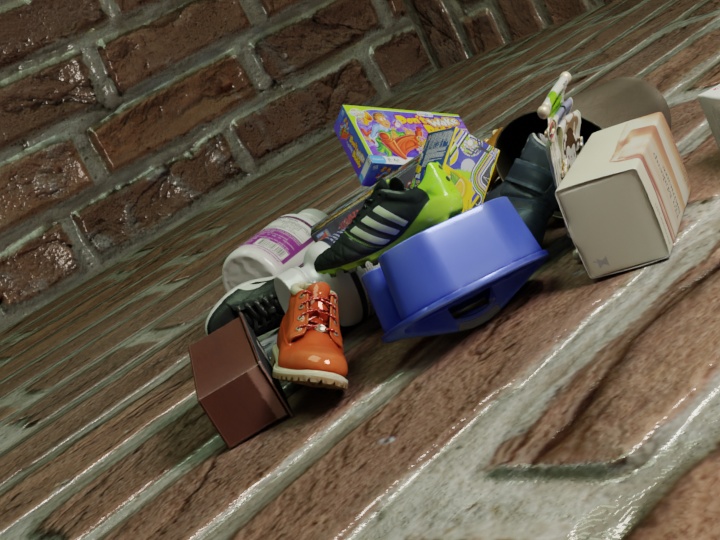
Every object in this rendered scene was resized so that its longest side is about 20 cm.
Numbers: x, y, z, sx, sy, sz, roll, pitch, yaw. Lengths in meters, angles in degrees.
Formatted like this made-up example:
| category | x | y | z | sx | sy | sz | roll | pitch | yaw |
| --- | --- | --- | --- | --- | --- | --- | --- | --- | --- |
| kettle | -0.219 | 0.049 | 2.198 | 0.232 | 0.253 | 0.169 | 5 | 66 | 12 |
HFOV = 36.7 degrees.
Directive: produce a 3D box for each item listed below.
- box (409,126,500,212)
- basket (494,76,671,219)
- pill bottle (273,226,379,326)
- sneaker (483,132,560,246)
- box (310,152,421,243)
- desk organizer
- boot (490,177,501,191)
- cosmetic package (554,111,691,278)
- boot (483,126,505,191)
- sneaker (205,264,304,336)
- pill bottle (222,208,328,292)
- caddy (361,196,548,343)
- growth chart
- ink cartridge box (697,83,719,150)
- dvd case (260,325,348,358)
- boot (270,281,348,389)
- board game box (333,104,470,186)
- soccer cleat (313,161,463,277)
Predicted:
| category | x | y | z | sx | sy | sz | roll | pitch | yaw |
| --- | --- | --- | --- | --- | --- | --- | --- | --- | --- |
| box | 0.091 | -0.061 | 1.265 | 0.064 | 0.070 | 0.200 | -2 | 67 | 62 |
| basket | 0.293 | -0.162 | 1.352 | 0.180 | 0.136 | 0.200 | 14 | 31 | 34 |
| pill bottle | 0.000 | 0.000 | 1.327 | 0.200 | 0.111 | 0.111 | -27 | 12 | -18 |
| sneaker | 0.180 | -0.091 | 1.291 | 0.146 | 0.077 | 0.202 | -64 | 24 | 1 |
| box | 0.025 | -0.093 | 1.448 | 0.200 | 0.038 | 0.137 | -34 | 6 | 2 |
| desk organizer | -0.139 | 0.120 | 1.219 | 0.077 | 0.072 | 0.200 | -31 | 17 | -4 |
| boot | 0.272 | -0.142 | 1.453 | 0.200 | 0.075 | 0.097 | -40 | 12 | -5 |
| cosmetic package | 0.278 | -0.083 | 1.130 | 0.087 | 0.103 | 0.200 | -17 | 17 | 29 |
| boot | 0.155 | -0.119 | 1.472 | 0.144 | 0.071 | 0.201 | -43 | -3 | -12 |
| sneaker | -0.112 | 0.043 | 1.424 | 0.200 | 0.073 | 0.112 | -27 | 10 | -6 |
| pill bottle | -0.117 | -0.020 | 1.673 | 0.112 | 0.112 | 0.200 | -18 | 15 | 36 |
| caddy | 0.100 | 0.010 | 1.127 | 0.200 | 0.105 | 0.141 | -25 | -10 | -21 |
| growth chart | 0.228 | -0.113 | 1.170 | 0.018 | 0.200 | 0.145 | -5 | 30 | 26 |
| ink cartridge box | 0.472 | -0.179 | 1.157 | 0.145 | 0.083 | 0.200 | -27 | 12 | 1 |
| dvd case | -0.069 | 0.078 | 1.401 | 0.149 | 0.016 | 0.200 | -15 | 17 | 42 |
| boot | -0.052 | 0.067 | 1.165 | 0.075 | 0.107 | 0.200 | 12 | 5 | -16 |
| board game box | 0.076 | -0.178 | 1.590 | 0.200 | 0.135 | 0.045 | 0 | -46 | -28 |
| soccer cleat | 0.024 | -0.055 | 1.206 | 0.200 | 0.081 | 0.068 | -26 | -5 | 31 |
